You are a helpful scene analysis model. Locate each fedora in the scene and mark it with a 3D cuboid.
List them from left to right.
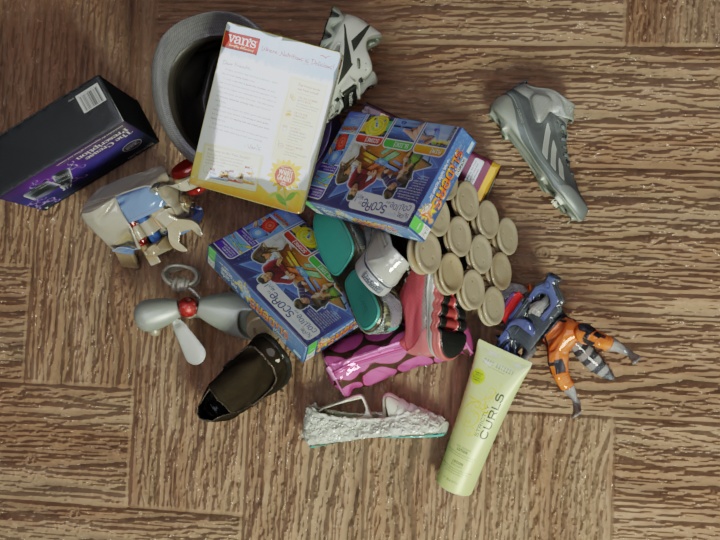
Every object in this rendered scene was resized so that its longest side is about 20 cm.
[{"bbox_3d":[-0.169,-0.223,1.150,0.177,0.090,0.200,-20,96,8],"label":"fedora"}]

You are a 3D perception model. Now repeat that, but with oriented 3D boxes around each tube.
[{"bbox_3d":[0.154,0.195,1.175,0.058,0.052,0.200,16,101,-16],"label":"tube"}]

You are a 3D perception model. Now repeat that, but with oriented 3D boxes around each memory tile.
[{"bbox_3d":[0.130,-0.031,1.105,0.017,0.200,0.154,-6,60,39],"label":"memory tile"}]

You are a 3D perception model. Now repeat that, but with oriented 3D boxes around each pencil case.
[{"bbox_3d":[0.047,0.104,1.190,0.200,0.094,0.091,-21,100,7],"label":"pencil case"}]

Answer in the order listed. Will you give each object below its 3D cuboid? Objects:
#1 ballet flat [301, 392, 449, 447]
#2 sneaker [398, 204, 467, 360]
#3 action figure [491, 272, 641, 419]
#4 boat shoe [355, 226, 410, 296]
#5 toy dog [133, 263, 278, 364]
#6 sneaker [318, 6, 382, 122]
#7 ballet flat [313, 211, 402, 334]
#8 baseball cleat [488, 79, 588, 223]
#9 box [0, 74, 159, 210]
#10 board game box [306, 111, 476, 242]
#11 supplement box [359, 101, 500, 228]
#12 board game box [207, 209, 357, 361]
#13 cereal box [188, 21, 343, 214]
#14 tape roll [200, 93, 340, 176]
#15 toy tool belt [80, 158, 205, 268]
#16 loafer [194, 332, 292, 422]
[{"bbox_3d":[0.017,0.197,1.199,0.200,0.072,0.072,-6,86,5],"label":"ballet flat"},{"bbox_3d":[0.081,0.012,1.121,0.087,0.074,0.201,-7,73,39],"label":"sneaker"},{"bbox_3d":[0.239,0.099,1.187,0.194,0.105,0.200,47,121,13],"label":"action figure"},{"bbox_3d":[0.045,-0.040,1.110,0.071,0.200,0.070,45,113,-8],"label":"boat shoe"},{"bbox_3d":[-0.195,0.072,1.225,0.200,0.132,0.096,9,127,12],"label":"toy dog"},{"bbox_3d":[-0.026,-0.237,1.148,0.088,0.074,0.200,20,76,-4],"label":"sneaker"},{"bbox_3d":[0.000,0.000,1.143,0.072,0.072,0.200,-29,58,5],"label":"ballet flat"},{"bbox_3d":[0.259,-0.165,1.191,0.106,0.070,0.200,-36,84,4],"label":"baseball cleat"},{"bbox_3d":[-0.399,-0.170,1.235,0.200,0.141,0.079,-30,86,5],"label":"box"},{"bbox_3d":[0.028,-0.117,1.078,0.200,0.034,0.136,20,78,47],"label":"board game box"},{"bbox_3d":[0.073,-0.129,1.203,0.200,0.086,0.110,26,91,7],"label":"supplement box"},{"bbox_3d":[-0.087,0.012,1.179,0.135,0.034,0.200,-30,63,-32],"label":"board game box"},{"bbox_3d":[-0.114,-0.183,1.085,0.144,0.040,0.200,16,99,1],"label":"cereal box"},{"bbox_3d":[-0.130,-0.198,1.233,0.200,0.085,0.200,0,87,8],"label":"tape roll"},{"bbox_3d":[-0.272,-0.073,1.228,0.200,0.125,0.123,-15,120,21],"label":"toy tool belt"},{"bbox_3d":[-0.155,0.153,1.171,0.073,0.071,0.200,48,136,7],"label":"loafer"}]
